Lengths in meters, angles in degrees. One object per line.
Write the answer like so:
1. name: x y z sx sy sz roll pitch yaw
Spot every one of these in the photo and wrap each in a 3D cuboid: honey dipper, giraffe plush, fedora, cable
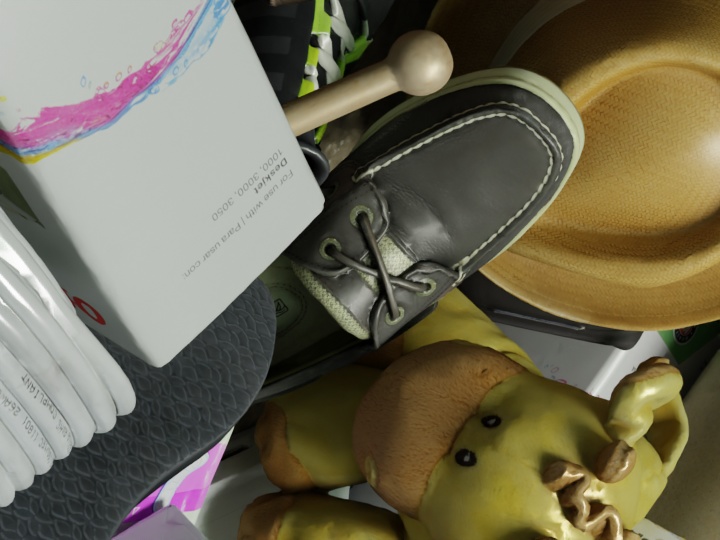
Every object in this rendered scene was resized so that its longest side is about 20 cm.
1. honey dipper: -0.060 -0.034 0.733 0.200 0.038 0.038 -22 137 3
2. giraffe plush: 0.049 0.084 0.822 0.162 0.199 0.173 65 36 -81
3. fedora: 0.107 -0.050 0.824 0.082 0.200 0.201 -57 157 -62
4. cable: -0.152 -0.015 0.585 0.069 0.200 0.200 -46 146 -13

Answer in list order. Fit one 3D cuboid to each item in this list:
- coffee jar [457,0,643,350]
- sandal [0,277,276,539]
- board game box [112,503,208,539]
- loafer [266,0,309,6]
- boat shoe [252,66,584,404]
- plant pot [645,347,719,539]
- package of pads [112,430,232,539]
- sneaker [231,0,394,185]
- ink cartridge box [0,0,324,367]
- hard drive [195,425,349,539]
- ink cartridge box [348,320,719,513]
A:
1. coffee jar: 0.093 -0.066 0.916 0.085 0.104 0.200 -60 160 -62
2. sandal: -0.096 0.060 0.686 0.200 0.076 0.043 -54 -174 -39
3. board game box: -0.107 0.202 0.781 0.147 0.064 0.200 -29 142 -30
4. loafer: -0.018 -0.131 0.762 0.200 0.073 0.071 11 118 -28
5. boat shoe: -0.001 0.000 0.796 0.072 0.201 0.066 47 32 -17
6. plant pot: 0.207 0.108 0.985 0.200 0.187 0.187 -40 140 -8
7. package of pads: -0.142 0.116 0.777 0.154 0.068 0.200 -2 122 -49
8. sneaker: -0.031 -0.057 0.796 0.200 0.083 0.072 -50 142 -14
9. ink cartridge box: -0.112 -0.081 0.634 0.085 0.144 0.200 -47 141 -18
10. hard drive: -0.062 0.166 0.951 0.132 0.027 0.200 -22 127 -41
11. ink cartridge box: 0.098 0.083 1.037 0.200 0.084 0.145 -54 143 -11
